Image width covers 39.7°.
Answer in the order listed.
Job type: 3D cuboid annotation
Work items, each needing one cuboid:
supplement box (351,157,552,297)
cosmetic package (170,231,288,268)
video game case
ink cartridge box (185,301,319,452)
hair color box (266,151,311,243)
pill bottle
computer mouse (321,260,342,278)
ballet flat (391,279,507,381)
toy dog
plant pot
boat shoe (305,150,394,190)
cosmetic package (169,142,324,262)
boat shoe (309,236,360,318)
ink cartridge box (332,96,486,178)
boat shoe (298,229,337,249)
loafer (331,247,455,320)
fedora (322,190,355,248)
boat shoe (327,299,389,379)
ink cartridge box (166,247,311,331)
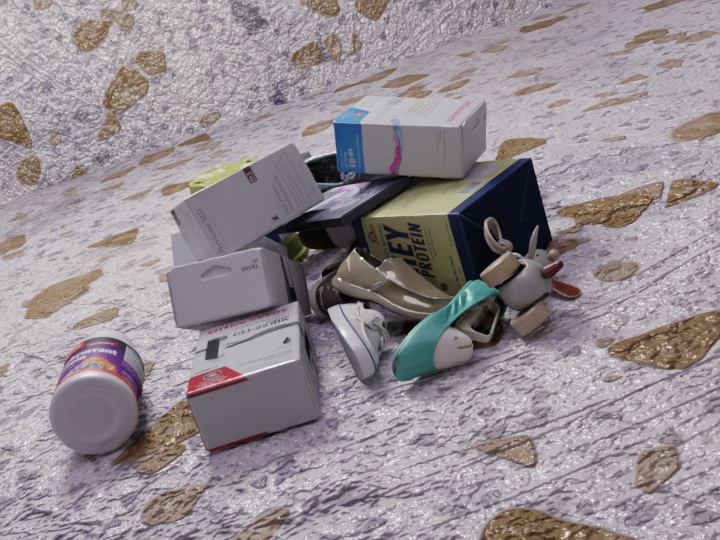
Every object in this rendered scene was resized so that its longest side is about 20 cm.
[{"bbox_3d":[0.133,-0.060,1.447,0.199,0.135,0.200,1,27,43],"label":"supplement box"},{"bbox_3d":[-0.199,-0.015,1.560,0.101,0.072,0.200,-15,-17,20],"label":"cosmetic package"},{"bbox_3d":[-0.034,-0.097,1.500,0.142,0.019,0.199,-34,16,-32],"label":"video game case"},{"bbox_3d":[-0.132,0.127,1.255,0.143,0.084,0.200,-17,18,2],"label":"ink cartridge box"},{"bbox_3d":[-0.131,-0.121,1.704,0.060,0.101,0.200,-19,14,32],"label":"hair color box"},{"bbox_3d":[-0.348,0.153,1.339,0.111,0.112,0.200,-19,19,-2],"label":"pill bottle"},{"bbox_3d":[-0.010,-0.007,1.605,0.058,0.034,0.200,-8,15,24],"label":"computer mouse"},{"bbox_3d":[0.118,0.075,1.211,0.070,0.068,0.200,19,40,32],"label":"ballet flat"},{"bbox_3d":[0.225,-0.003,1.257,0.096,0.132,0.201,-34,21,26],"label":"toy dog"},{"bbox_3d":[-0.214,-0.092,1.774,0.199,0.186,0.201,-17,19,6],"label":"plant pot"},{"bbox_3d":[-0.015,-0.162,1.608,0.199,0.071,0.071,-6,1,26],"label":"boat shoe"},{"bbox_3d":[-0.162,-0.094,1.438,0.199,0.102,0.074,-34,6,-31],"label":"cosmetic package"},{"bbox_3d":[0.000,0.000,1.494,0.059,0.072,0.200,-14,22,42],"label":"boat shoe"},{"bbox_3d":[0.078,-0.201,1.490,0.198,0.085,0.145,4,26,22],"label":"ink cartridge box"},{"bbox_3d":[-0.023,-0.092,1.788,0.200,0.072,0.066,-26,8,-15],"label":"boat shoe"},{"bbox_3d":[0.051,0.018,1.331,0.199,0.069,0.076,16,9,26],"label":"loafer"},{"bbox_3d":[0.000,-0.091,1.665,0.176,0.091,0.199,-22,23,-29],"label":"fedora"},{"bbox_3d":[0.005,0.082,1.289,0.065,0.072,0.200,-24,11,-3],"label":"boat shoe"},{"bbox_3d":[-0.168,0.034,1.422,0.143,0.085,0.200,-14,-9,12],"label":"ink cartridge box"}]
